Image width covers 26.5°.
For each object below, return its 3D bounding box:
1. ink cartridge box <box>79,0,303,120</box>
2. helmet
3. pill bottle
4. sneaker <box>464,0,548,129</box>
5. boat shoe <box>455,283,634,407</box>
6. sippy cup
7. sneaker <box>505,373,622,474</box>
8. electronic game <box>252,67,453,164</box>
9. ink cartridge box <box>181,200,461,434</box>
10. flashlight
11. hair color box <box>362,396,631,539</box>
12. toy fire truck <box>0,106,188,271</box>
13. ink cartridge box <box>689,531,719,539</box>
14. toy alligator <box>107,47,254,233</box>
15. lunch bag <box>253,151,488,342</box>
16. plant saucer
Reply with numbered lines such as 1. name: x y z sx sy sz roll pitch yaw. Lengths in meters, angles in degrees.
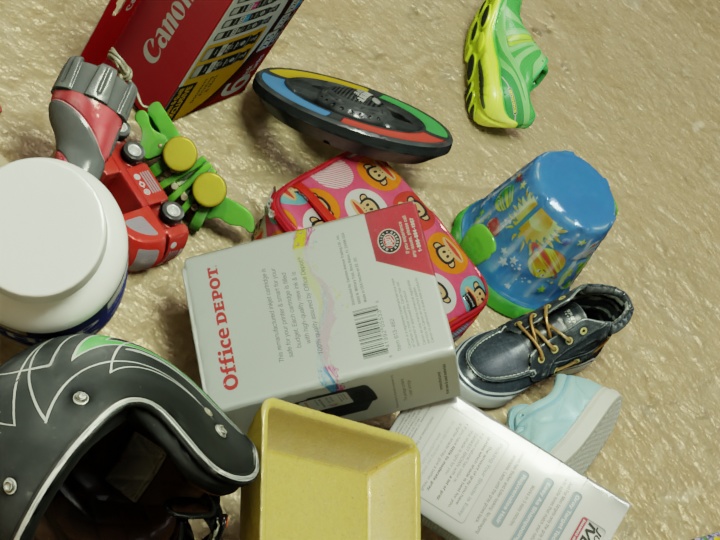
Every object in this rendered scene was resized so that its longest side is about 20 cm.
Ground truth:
1. ink cartridge box: -0.141 -0.226 1.352 0.084 0.200 0.175 50 44 9
2. helmet: -0.185 0.137 1.042 0.189 0.200 0.202 29 45 -18
3. pill bottle: -0.221 -0.013 1.066 0.118 0.200 0.122 1 81 -8
4. sneaker: 0.160 -0.232 1.662 0.083 0.074 0.202 18 57 -19
5. boat shoe: 0.166 0.062 1.417 0.199 0.091 0.071 -15 64 -42
6. sippy cup: 0.175 -0.042 1.477 0.139 0.131 0.179 33 45 -8
7. sneaker: 0.154 0.165 1.360 0.081 0.075 0.200 24 43 27
8. electronic game: -0.007 -0.150 1.443 0.197 0.042 0.200 18 17 -5
9. ink cartridge box: -0.032 0.045 1.232 0.197 0.083 0.147 -14 59 0
10. flashlight: -0.242 -0.067 1.203 0.068 0.067 0.202 39 68 -49
11. hair color box: 0.109 0.183 1.248 0.199 0.061 0.100 31 76 8
12. toy fire truck: -0.247 -0.079 1.273 0.140 0.049 0.201 -20 71 -42
13. ink cartridge box: 0.246 0.274 1.293 0.198 0.109 0.051 -5 60 -37
14. toy alligator: -0.171 -0.099 1.329 0.054 0.059 0.201 -40 96 -4
15. lunch bag: 0.000 0.000 1.365 0.175 0.082 0.200 -30 74 -41
16. plant saucer: -0.028 0.212 1.132 0.199 0.048 0.203 22 63 -50
